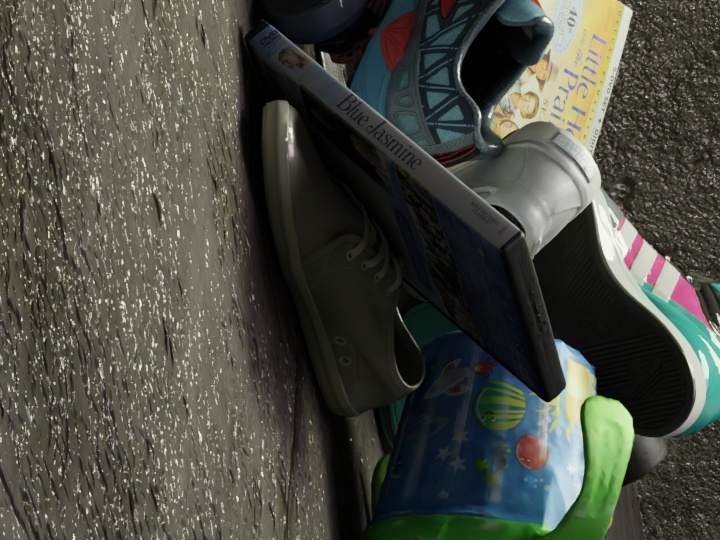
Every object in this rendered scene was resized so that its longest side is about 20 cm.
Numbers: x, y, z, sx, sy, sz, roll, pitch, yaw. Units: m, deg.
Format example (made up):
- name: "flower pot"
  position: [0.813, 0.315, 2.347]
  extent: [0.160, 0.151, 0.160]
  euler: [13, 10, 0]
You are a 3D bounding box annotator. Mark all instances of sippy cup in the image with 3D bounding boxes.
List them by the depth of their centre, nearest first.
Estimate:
- name: "sippy cup"
  position: [0.072, 0.105, 1.561]
  extent: [0.140, 0.177, 0.131]
  euler: [44, 50, -60]

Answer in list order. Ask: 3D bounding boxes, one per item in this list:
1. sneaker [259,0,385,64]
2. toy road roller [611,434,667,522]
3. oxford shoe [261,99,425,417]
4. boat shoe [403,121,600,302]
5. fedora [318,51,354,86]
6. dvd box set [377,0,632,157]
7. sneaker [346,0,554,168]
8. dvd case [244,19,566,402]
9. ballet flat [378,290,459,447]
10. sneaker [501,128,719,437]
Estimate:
- name: "sneaker"
  position: [-0.011, -0.146, 1.607]
  extent: [0.200, 0.070, 0.083]
  euler: [-77, 153, -67]
- name: "toy road roller"
  position: [0.085, 0.115, 1.861]
  extent: [0.200, 0.145, 0.123]
  euler: [-46, 115, -36]
- name: "oxford shoe"
  position: [-0.010, -0.008, 1.498]
  extent: [0.075, 0.057, 0.201]
  euler: [-85, 161, -49]
- name: "boat shoe"
  position: [0.059, -0.015, 1.570]
  extent: [0.072, 0.069, 0.200]
  euler: [50, -29, -9]
- name: "fedora"
  position: [0.031, -0.142, 1.831]
  extent: [0.200, 0.090, 0.178]
  euler: [10, 70, -82]
- name: "dvd box set"
  position: [0.077, -0.113, 1.675]
  extent: [0.200, 0.029, 0.147]
  euler: [25, 81, -52]
- name: "sneaker"
  position: [0.067, -0.139, 1.546]
  extent: [0.079, 0.095, 0.201]
  euler: [39, 62, -52]
- name: "dvd case"
  position: [0.023, -0.029, 1.485]
  extent: [0.200, 0.018, 0.143]
  euler: [41, -16, 32]
- name: "ballet flat"
  position: [0.036, 0.008, 1.746]
  extent: [0.070, 0.067, 0.201]
  euler: [-150, -118, -61]
- name: "sneaker"
  position: [0.154, 0.009, 1.652]
  extent: [0.120, 0.084, 0.201]
  euler: [10, 46, -56]
